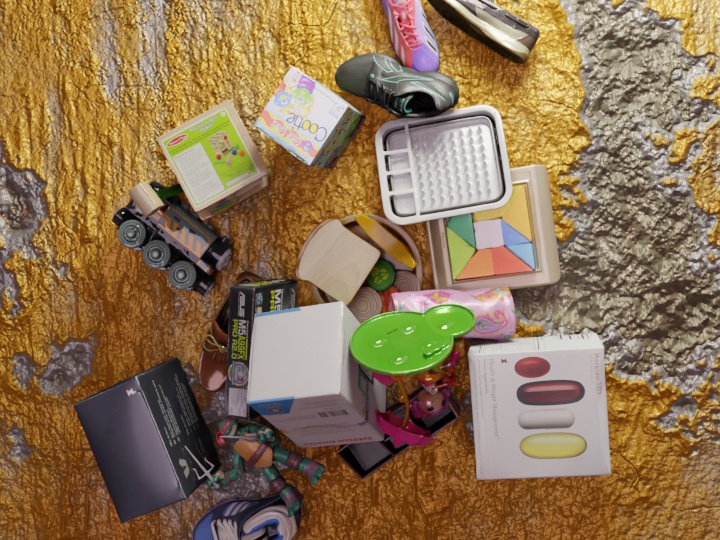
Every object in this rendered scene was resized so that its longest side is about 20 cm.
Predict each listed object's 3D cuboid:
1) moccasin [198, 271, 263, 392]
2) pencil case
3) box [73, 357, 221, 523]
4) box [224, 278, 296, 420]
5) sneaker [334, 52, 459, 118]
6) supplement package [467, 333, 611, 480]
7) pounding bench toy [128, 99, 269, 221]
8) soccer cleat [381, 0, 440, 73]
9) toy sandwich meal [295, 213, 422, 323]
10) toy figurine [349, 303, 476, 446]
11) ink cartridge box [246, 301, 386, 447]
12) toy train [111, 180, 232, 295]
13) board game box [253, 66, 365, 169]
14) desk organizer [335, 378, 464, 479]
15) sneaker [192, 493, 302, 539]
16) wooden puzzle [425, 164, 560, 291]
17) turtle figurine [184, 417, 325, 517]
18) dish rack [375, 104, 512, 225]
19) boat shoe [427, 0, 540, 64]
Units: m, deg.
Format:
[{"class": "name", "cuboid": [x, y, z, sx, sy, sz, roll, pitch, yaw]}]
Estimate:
[{"class": "moccasin", "cuboid": [-0.208, 0.100, 1.701, 0.073, 0.078, 0.203, 29, 97, 5]}, {"class": "pencil case", "cuboid": [0.138, 0.071, 1.629, 0.198, 0.087, 0.089, -4, 94, -5]}, {"class": "box", "cuboid": [-0.329, 0.261, 1.668, 0.116, 0.200, 0.198, -22, 90, 9]}, {"class": "box", "cuboid": [-0.153, 0.118, 1.652, 0.044, 0.160, 0.202, 5, 94, 21]}, {"class": "sneaker", "cuboid": [0.050, -0.279, 1.622, 0.198, 0.079, 0.076, 12, 128, 15]}, {"class": "supplement package", "cuboid": [0.270, 0.204, 1.608, 0.198, 0.147, 0.194, -5, 94, 9]}, {"class": "pounding bench toy", "cuboid": [-0.255, -0.146, 1.635, 0.199, 0.156, 0.125, -29, 89, -6]}, {"class": "soccer cleat", "cuboid": [0.069, -0.391, 1.629, 0.068, 0.073, 0.202, -18, 92, 8]}, {"class": "toy sandwich meal", "cuboid": [0.000, 0.000, 1.668, 0.203, 0.070, 0.208, 1, 94, 8]}, {"class": "toy figurine", "cuboid": [0.085, 0.167, 1.564, 0.199, 0.150, 0.186, -23, 126, -27]}, {"class": "ink cartridge box", "cuboid": [-0.060, 0.162, 1.593, 0.145, 0.200, 0.147, -8, 60, 18]}, {"class": "toy train", "cuboid": [-0.301, -0.051, 1.705, 0.199, 0.085, 0.114, 38, 88, 3]}, {"class": "board game box", "cuboid": [-0.071, -0.226, 1.597, 0.104, 0.200, 0.103, 35, 98, 3]}, {"class": "desk organizer", "cuboid": [0.061, 0.252, 1.675, 0.199, 0.077, 0.072, -36, 89, 9]}, {"class": "sneaker", "cuboid": [-0.192, 0.415, 1.686, 0.198, 0.146, 0.081, -17, 92, 8]}, {"class": "wooden puzzle", "cuboid": [0.203, -0.060, 1.654, 0.198, 0.037, 0.187, -8, 93, 8]}, {"class": "turtle figurine", "cuboid": [-0.159, 0.282, 1.628, 0.199, 0.101, 0.150, 34, 124, -3]}, {"class": "dish rack", "cuboid": [0.128, -0.157, 1.635, 0.198, 0.044, 0.174, -9, 72, 9]}, {"class": "boat shoe", "cuboid": [0.183, -0.394, 1.621, 0.199, 0.073, 0.065, 36, 87, 0]}]
